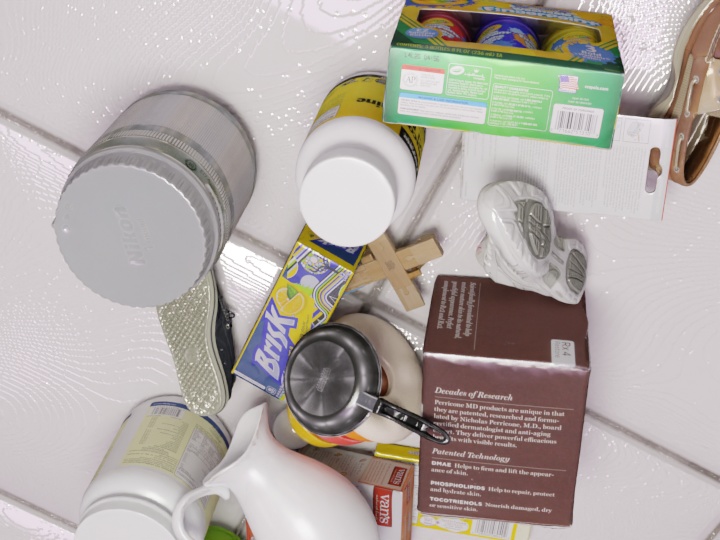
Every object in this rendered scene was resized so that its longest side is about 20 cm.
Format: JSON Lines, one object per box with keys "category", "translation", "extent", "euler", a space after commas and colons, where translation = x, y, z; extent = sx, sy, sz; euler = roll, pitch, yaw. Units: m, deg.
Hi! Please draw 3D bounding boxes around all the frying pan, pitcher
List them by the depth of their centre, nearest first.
{"category": "frying pan", "translation": [-0.010, 0.136, 1.071], "extent": [0.115, 0.031, 0.190], "euler": [-47, 63, 13]}
{"category": "pitcher", "translation": [-0.090, 0.272, 1.162], "extent": [0.200, 0.172, 0.121], "euler": [45, 158, -8]}

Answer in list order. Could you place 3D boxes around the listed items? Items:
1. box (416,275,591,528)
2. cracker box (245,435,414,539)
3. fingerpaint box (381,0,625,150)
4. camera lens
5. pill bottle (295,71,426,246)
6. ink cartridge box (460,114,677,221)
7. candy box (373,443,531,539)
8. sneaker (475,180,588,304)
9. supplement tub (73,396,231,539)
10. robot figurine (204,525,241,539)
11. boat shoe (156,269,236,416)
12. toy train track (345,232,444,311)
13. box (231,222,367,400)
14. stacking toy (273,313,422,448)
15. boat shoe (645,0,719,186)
{"category": "box", "translation": [0.149, 0.135, 1.129], "extent": [0.162, 0.166, 0.202], "euler": [4, 118, 8]}
{"category": "cracker box", "translation": [-0.038, 0.280, 1.277], "extent": [0.198, 0.058, 0.135], "euler": [9, 118, 15]}
{"category": "fingerpaint box", "translation": [0.128, -0.185, 0.965], "extent": [0.198, 0.167, 0.074], "euler": [8, 120, 5]}
{"category": "camera lens", "translation": [-0.194, -0.075, 1.051], "extent": [0.158, 0.200, 0.162], "euler": [3, 118, 6]}
{"category": "pill bottle", "translation": [0.001, -0.104, 1.007], "extent": [0.111, 0.201, 0.114], "euler": [3, 118, 6]}
{"category": "ink cartridge box", "translation": [0.199, -0.116, 1.042], "extent": [0.198, 0.050, 0.110], "euler": [8, 120, 13]}
{"category": "candy box", "translation": [0.110, 0.267, 1.282], "extent": [0.198, 0.026, 0.103], "euler": [9, 117, 4]}
{"category": "sneaker", "translation": [0.149, -0.022, 1.061], "extent": [0.099, 0.079, 0.200], "euler": [2, 153, 34]}
{"category": "supplement tub", "translation": [-0.235, 0.255, 1.229], "extent": [0.143, 0.201, 0.146], "euler": [4, 118, 7]}
{"category": "robot figurine", "translation": [-0.193, 0.380, 1.297], "extent": [0.174, 0.200, 0.117], "euler": [14, 96, 3]}
{"category": "boat shoe", "translation": [-0.180, 0.060, 1.201], "extent": [0.074, 0.062, 0.202], "euler": [-6, 101, 17]}
{"category": "toy train track", "translation": [0.000, 0.000, 1.159], "extent": [0.198, 0.033, 0.115], "euler": [-21, 113, 26]}
{"category": "box", "translation": [-0.067, 0.042, 1.148], "extent": [0.070, 0.064, 0.201], "euler": [28, 125, -1]}
{"category": "stacking toy", "translation": [-0.037, 0.148, 1.206], "extent": [0.146, 0.147, 0.199], "euler": [44, 133, -14]}
{"category": "boat shoe", "translation": [0.324, -0.168, 0.986], "extent": [0.075, 0.072, 0.201], "euler": [-8, 131, -30]}
